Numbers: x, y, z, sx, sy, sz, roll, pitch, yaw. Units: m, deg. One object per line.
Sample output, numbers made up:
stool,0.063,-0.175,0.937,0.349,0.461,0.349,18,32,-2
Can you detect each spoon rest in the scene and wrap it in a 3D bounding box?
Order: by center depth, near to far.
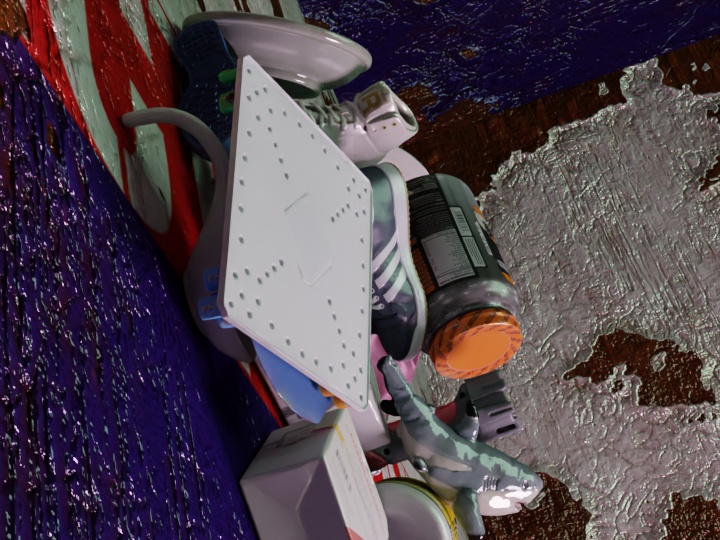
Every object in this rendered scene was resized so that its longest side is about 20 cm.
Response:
spoon rest,-0.109,-0.028,0.860,0.099,0.060,0.201,-83,153,-79

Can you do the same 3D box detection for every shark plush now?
shark plush,0.081,0.154,1.102,0.200,0.083,0.091,50,1,-3

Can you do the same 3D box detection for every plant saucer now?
plant saucer,-0.089,-0.215,1.224,0.200,0.199,0.050,36,64,-82

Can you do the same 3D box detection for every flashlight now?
flashlight,0.050,0.150,1.155,0.068,0.199,0.068,-104,172,-58

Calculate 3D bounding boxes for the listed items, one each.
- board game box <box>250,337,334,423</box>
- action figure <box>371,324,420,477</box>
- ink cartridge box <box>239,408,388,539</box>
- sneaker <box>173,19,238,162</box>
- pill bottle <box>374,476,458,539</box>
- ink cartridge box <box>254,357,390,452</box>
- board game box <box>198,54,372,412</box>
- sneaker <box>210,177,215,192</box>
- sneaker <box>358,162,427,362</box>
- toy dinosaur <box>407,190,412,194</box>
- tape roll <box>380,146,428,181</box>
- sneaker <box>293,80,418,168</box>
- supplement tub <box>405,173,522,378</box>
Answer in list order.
board game box,-0.055,0.022,0.905,0.159,0.039,0.200,70,26,-19
action figure,0.009,0.150,1.288,0.149,0.134,0.201,-15,114,-54
ink cartridge box,-0.030,0.181,0.916,0.200,0.067,0.117,-44,115,-83
sneaker,-0.127,-0.152,1.094,0.200,0.070,0.078,-104,168,-47
pill bottle,0.035,0.252,1.109,0.200,0.112,0.113,43,28,-80
ink cartridge box,-0.048,0.059,1.084,0.145,0.083,0.200,-104,174,-51
board game box,-0.047,-0.020,0.857,0.200,0.026,0.201,41,43,-52
sneaker,-0.097,-0.077,1.060,0.077,0.088,0.200,56,24,-16
sneaker,0.000,0.000,1.161,0.070,0.108,0.201,-1,-80,49
toy dinosaur,-0.045,-0.039,1.208,0.101,0.200,0.058,49,-18,-28
tape roll,0.004,-0.066,1.501,0.071,0.202,0.203,-70,141,-83
sneaker,-0.025,-0.160,1.206,0.200,0.115,0.074,11,51,-52
supplement tub,0.093,0.006,1.253,0.123,0.122,0.201,65,5,-55
